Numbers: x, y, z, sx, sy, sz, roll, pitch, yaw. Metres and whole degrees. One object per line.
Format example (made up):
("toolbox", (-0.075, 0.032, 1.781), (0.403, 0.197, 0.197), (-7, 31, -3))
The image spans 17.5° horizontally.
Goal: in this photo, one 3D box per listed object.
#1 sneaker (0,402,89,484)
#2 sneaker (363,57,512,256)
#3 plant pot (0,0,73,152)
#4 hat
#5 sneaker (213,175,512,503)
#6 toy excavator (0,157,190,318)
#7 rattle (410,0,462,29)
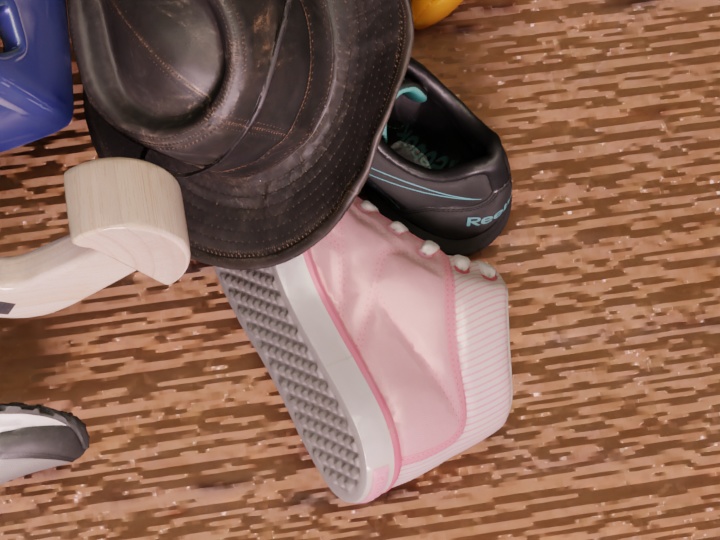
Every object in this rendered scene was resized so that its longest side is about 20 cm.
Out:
("sneaker", (-0.208, 0.109, 0.996), (0.199, 0.074, 0.080), (-22, 86, -6))
("sneaker", (-0.008, -0.090, 1.070), (0.199, 0.079, 0.076), (35, 73, 6))
("plant pot", (-0.253, -0.147, 0.968), (0.199, 0.180, 0.201), (-14, 75, 19))
("hat", (-0.077, -0.100, 0.986), (0.081, 0.200, 0.202), (1, 67, -50))
("sneaker", (0.000, 0.000, 1.050), (0.104, 0.075, 0.201), (-18, 70, -25))
("toy excavator", (-0.193, 0.009, 0.978), (0.199, 0.195, 0.100), (6, 55, -28))
("rattle", (0.039, -0.240, 1.085), (0.142, 0.131, 0.200), (-26, 120, 18))
